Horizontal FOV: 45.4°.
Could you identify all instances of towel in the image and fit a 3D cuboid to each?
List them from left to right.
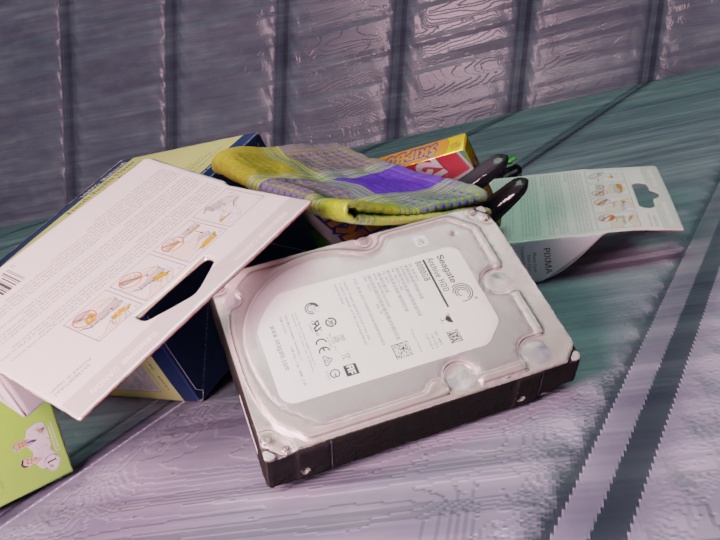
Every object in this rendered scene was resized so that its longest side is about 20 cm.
[{"bbox_3d":[-0.013,-0.070,0.658,0.142,0.023,0.199,-7,21,-34],"label":"towel"}]

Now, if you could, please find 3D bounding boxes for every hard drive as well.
[{"bbox_3d":[0.016,0.038,0.536,0.198,0.038,0.140,-14,51,-14],"label":"hard drive"}]

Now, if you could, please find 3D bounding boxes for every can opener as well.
[{"bbox_3d":[0.057,-0.026,0.739,0.200,0.063,0.079,-45,20,24],"label":"can opener"}]

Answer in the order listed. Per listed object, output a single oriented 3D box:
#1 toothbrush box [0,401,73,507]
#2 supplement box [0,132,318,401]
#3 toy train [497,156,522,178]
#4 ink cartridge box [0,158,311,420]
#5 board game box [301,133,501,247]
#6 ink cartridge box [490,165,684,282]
[{"bbox_3d":[-0.320,0.130,0.571,0.199,0.087,0.145,-25,16,-38],"label":"toothbrush box"},{"bbox_3d":[-0.182,-0.003,0.766,0.198,0.135,0.200,-4,35,38],"label":"supplement box"},{"bbox_3d":[0.127,-0.091,0.995,0.056,0.042,0.199,-16,8,41],"label":"toy train"},{"bbox_3d":[-0.149,0.011,0.553,0.175,0.045,0.200,18,50,36],"label":"ink cartridge box"},{"bbox_3d":[0.020,-0.057,0.787,0.198,0.096,0.030,-11,44,26],"label":"board game box"},{"bbox_3d":[0.194,-0.046,0.827,0.198,0.048,0.160,-4,27,11],"label":"ink cartridge box"}]
